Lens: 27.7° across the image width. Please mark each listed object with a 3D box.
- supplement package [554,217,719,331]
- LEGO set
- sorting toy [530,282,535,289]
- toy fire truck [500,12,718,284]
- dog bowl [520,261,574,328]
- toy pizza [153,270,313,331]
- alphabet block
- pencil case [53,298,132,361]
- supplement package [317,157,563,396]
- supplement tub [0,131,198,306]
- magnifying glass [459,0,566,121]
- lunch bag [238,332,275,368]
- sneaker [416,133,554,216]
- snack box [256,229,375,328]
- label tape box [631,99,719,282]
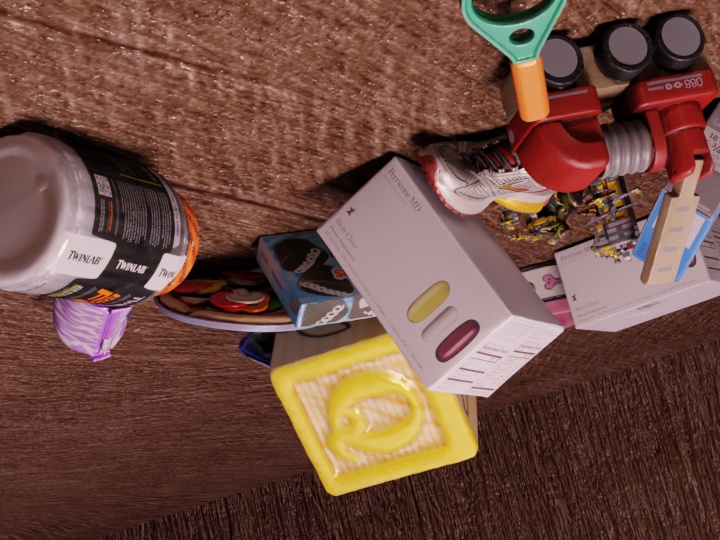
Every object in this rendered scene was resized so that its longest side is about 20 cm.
[{"bbox_3d":[0.395,0.000,2.009,0.199,0.112,0.155,-22,165,27],"label":"supplement package"},{"bbox_3d":[0.231,-0.056,1.591,0.152,0.117,0.200,-16,166,8],"label":"LEGO set"},{"bbox_3d":[0.142,0.106,1.997,0.185,0.037,0.200,-35,172,-34],"label":"sorting toy"},{"bbox_3d":[0.222,-0.094,1.251,0.174,0.202,0.129,-11,166,-14],"label":"toy fire truck"},{"bbox_3d":[0.249,0.051,2.143,0.198,0.074,0.200,-13,167,-3],"label":"dog bowl"},{"bbox_3d":[-0.126,0.028,1.598,0.198,0.032,0.200,4,-168,-1],"label":"toy pizza"},{"bbox_3d":[0.021,0.108,1.703,0.194,0.197,0.201,-19,-151,14],"label":"alphabet block"},{"bbox_3d":[-0.267,0.029,1.482,0.083,0.086,0.200,-9,165,-16],"label":"pencil case"},{"bbox_3d":[0.081,0.009,1.442,0.111,0.201,0.155,-42,158,15],"label":"supplement package"},{"bbox_3d":[-0.222,-0.036,1.183,0.122,0.124,0.200,-20,165,23],"label":"supplement tub"},{"bbox_3d":[0.121,-0.174,1.098,0.079,0.023,0.200,-13,152,6],"label":"magnifying glass"},{"bbox_3d":[-0.044,0.098,1.937,0.198,0.129,0.170,-6,171,13],"label":"lunch bag"},{"bbox_3d":[0.132,-0.107,1.415,0.199,0.078,0.082,-5,150,-46],"label":"sneaker"},{"bbox_3d":[0.000,0.000,1.583,0.198,0.116,0.037,-8,133,-27],"label":"snack box"},{"bbox_3d":[0.373,-0.106,1.549,0.201,0.063,0.145,-53,167,-24],"label":"label tape box"}]
